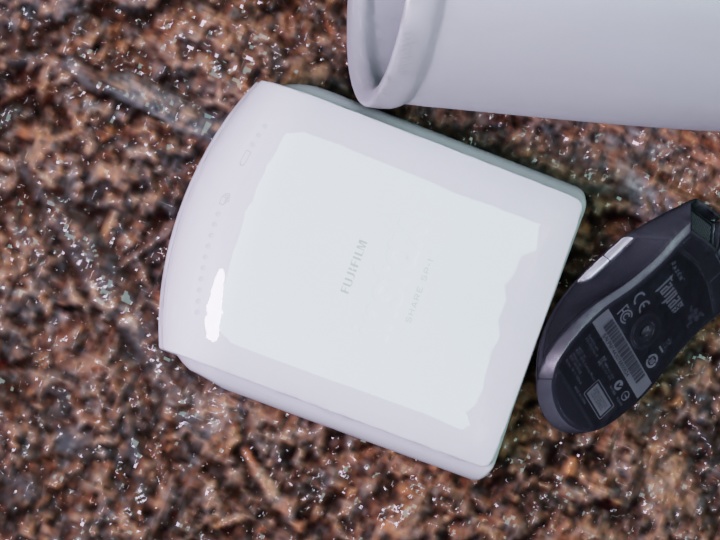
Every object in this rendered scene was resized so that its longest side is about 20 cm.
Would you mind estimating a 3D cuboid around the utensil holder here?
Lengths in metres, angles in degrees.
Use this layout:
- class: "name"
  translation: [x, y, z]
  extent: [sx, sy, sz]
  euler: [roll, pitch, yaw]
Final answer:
- class: "utensil holder"
  translation: [0.106, -0.159, 1.532]
  extent: [0.199, 0.170, 0.171]
  euler: [6, 89, -12]

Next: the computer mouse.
- class: "computer mouse"
  translation: [0.172, 0.019, 1.590]
  extent: [0.200, 0.046, 0.140]
  euler: [-47, 132, -8]

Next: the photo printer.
- class: "photo printer"
  translation: [0.000, 0.000, 1.560]
  extent: [0.199, 0.069, 0.167]
  euler: [21, 87, -9]
